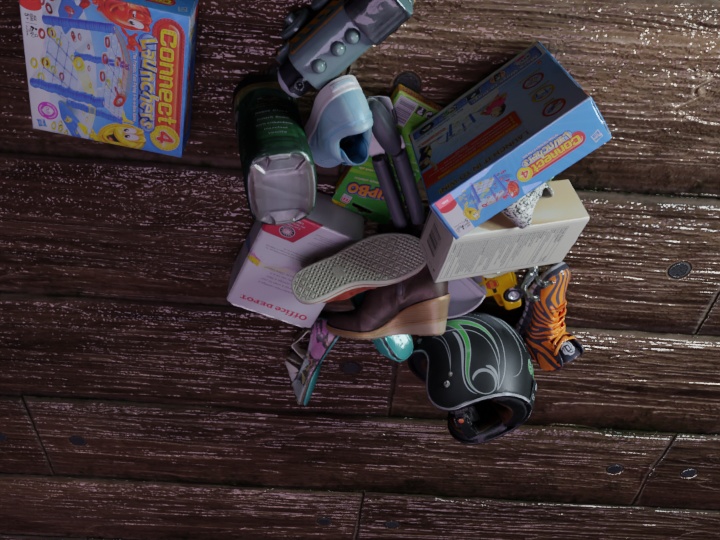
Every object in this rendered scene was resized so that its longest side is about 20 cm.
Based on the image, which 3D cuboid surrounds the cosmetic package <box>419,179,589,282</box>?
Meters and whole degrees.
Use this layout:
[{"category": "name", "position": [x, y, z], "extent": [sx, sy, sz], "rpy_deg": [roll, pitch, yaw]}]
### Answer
[{"category": "cosmetic package", "position": [0.187, -0.053, 0.940], "extent": [0.197, 0.072, 0.106], "rpy_deg": [-8, 147, -18]}]

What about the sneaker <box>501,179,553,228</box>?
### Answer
[{"category": "sneaker", "position": [0.218, -0.134, 0.898], "extent": [0.076, 0.201, 0.089], "rpy_deg": [0, 139, 51]}]

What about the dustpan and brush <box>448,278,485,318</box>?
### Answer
[{"category": "dustpan and brush", "position": [0.092, 0.040, 1.130], "extent": [0.139, 0.057, 0.200], "rpy_deg": [40, 154, -6]}]

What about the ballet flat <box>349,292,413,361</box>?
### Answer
[{"category": "ballet flat", "position": [0.017, 0.060, 1.144], "extent": [0.070, 0.067, 0.202], "rpy_deg": [-2, 120, 60]}]

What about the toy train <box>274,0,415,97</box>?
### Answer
[{"category": "toy train", "position": [-0.021, -0.281, 0.809], "extent": [0.199, 0.115, 0.085], "rpy_deg": [-33, 124, 27]}]

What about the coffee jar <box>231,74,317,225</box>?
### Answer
[{"category": "coffee jar", "position": [-0.108, -0.155, 0.869], "extent": [0.084, 0.202, 0.105], "rpy_deg": [-8, 134, -10]}]

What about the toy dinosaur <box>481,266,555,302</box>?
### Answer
[{"category": "toy dinosaur", "position": [0.244, -0.006, 1.028], "extent": [0.047, 0.199, 0.089], "rpy_deg": [-12, 105, 59]}]

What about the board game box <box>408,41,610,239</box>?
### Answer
[{"category": "board game box", "position": [0.162, -0.158, 0.830], "extent": [0.199, 0.197, 0.056], "rpy_deg": [-33, 120, 17]}]

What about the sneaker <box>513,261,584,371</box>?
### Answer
[{"category": "sneaker", "position": [0.316, 0.083, 1.127], "extent": [0.077, 0.112, 0.202], "rpy_deg": [-24, 145, -22]}]

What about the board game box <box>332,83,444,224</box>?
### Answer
[{"category": "board game box", "position": [0.043, -0.153, 0.985], "extent": [0.094, 0.030, 0.201], "rpy_deg": [23, 126, -18]}]

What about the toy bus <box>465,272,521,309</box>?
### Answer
[{"category": "toy bus", "position": [0.187, -0.024, 1.074], "extent": [0.077, 0.066, 0.201], "rpy_deg": [-16, 130, 15]}]

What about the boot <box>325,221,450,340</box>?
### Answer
[{"category": "boot", "position": [0.035, 0.014, 1.058], "extent": [0.197, 0.072, 0.169], "rpy_deg": [-4, 96, 19]}]

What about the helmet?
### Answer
[{"category": "helmet", "position": [0.180, 0.163, 1.161], "extent": [0.196, 0.193, 0.202], "rpy_deg": [-6, 139, -6]}]

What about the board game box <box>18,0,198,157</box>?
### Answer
[{"category": "board game box", "position": [-0.308, -0.255, 0.878], "extent": [0.192, 0.056, 0.202], "rpy_deg": [10, 132, -7]}]

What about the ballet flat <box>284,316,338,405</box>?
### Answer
[{"category": "ballet flat", "position": [-0.093, 0.153, 1.250], "extent": [0.070, 0.069, 0.202], "rpy_deg": [26, 126, 2]}]

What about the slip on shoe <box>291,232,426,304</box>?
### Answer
[{"category": "slip on shoe", "position": [0.000, 0.000, 0.998], "extent": [0.197, 0.075, 0.061], "rpy_deg": [-20, 167, 4]}]

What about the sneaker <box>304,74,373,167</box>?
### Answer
[{"category": "sneaker", "position": [-0.026, -0.158, 0.889], "extent": [0.073, 0.083, 0.200], "rpy_deg": [-22, 170, -10]}]

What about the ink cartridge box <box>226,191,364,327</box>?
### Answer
[{"category": "ink cartridge box", "position": [-0.100, -0.023, 1.066], "extent": [0.146, 0.086, 0.201], "rpy_deg": [21, 130, -19]}]

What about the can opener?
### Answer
[{"category": "can opener", "position": [0.040, -0.135, 0.939], "extent": [0.052, 0.067, 0.202], "rpy_deg": [-12, 125, 14]}]
